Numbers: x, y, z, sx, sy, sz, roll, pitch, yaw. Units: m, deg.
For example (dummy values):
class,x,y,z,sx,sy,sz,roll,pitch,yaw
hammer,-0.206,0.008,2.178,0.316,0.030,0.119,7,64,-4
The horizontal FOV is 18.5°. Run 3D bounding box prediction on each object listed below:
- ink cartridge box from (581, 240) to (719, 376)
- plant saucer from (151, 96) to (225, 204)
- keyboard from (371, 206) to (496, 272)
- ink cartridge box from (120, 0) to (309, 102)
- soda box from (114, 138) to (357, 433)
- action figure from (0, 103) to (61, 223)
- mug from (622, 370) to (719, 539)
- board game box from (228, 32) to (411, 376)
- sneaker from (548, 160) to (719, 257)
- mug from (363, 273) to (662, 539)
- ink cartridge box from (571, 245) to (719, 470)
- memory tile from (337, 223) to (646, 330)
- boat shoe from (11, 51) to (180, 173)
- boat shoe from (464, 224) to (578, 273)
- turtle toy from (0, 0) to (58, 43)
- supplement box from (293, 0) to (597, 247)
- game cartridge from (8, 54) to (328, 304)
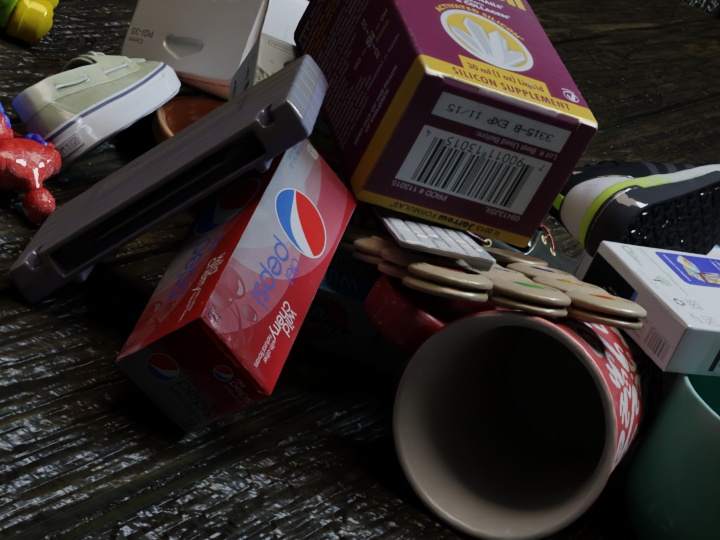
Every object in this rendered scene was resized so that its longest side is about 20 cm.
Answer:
class,x,y,z,sx,sy,sz,roll,pitch,yaw
ink cartridge box,0.244,0.030,1.407,0.200,0.039,0.099,6,29,-35
plant saucer,-0.066,-0.067,1.646,0.200,0.037,0.200,24,19,-9
keyboard,0.042,-0.022,1.342,0.056,0.011,0.200,18,5,-6
ink cartridge box,-0.063,-0.163,1.723,0.147,0.083,0.200,15,-4,43
soda box,-0.067,0.004,1.282,0.063,0.070,0.200,50,34,-20
action figure,-0.250,-0.096,1.463,0.065,0.052,0.200,2,35,-41
mug,0.240,0.148,1.346,0.152,0.114,0.185,22,19,-13
board game box,-0.022,-0.045,1.467,0.148,0.064,0.200,20,49,-17
sneaker,0.189,-0.054,1.494,0.083,0.072,0.200,35,21,28
mug,0.105,0.060,1.350,0.178,0.133,0.200,66,20,3
ink cartridge box,0.201,0.053,1.534,0.129,0.125,0.200,30,20,14
memory tile,0.074,0.001,1.337,0.153,0.017,0.200,10,6,-20
boat shoe,-0.184,-0.126,1.570,0.062,0.072,0.200,57,19,-7
boat shoe,0.123,-0.009,1.705,0.201,0.063,0.074,17,18,-29
turtle toy,-0.300,-0.268,1.777,0.146,0.101,0.200,22,19,-11
supplement box,0.051,-0.123,1.425,0.131,0.103,0.200,14,31,-26
game cartridge,-0.111,-0.056,1.330,0.038,0.200,0.130,57,14,-9
